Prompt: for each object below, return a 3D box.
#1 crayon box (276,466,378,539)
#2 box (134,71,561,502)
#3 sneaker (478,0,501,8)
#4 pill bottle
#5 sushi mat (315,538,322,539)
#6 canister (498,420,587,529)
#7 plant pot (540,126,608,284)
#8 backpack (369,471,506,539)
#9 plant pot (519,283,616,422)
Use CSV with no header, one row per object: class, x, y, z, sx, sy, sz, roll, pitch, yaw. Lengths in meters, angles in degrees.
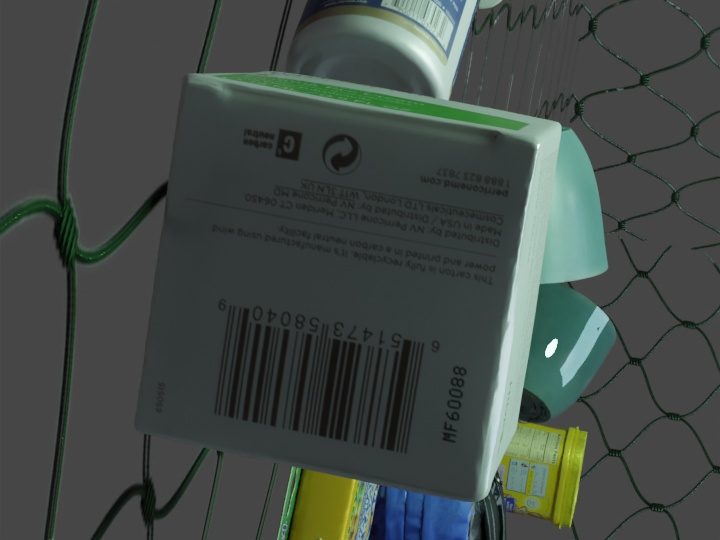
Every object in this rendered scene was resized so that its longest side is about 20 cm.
crayon box,-0.022,0.191,1.490,0.200,0.051,0.127,43,58,-78
box,0.000,0.000,0.977,0.171,0.198,0.201,-30,130,-78
sneaker,0.122,-0.361,1.698,0.077,0.078,0.201,-92,-168,-72
pill bottle,0.026,-0.191,1.183,0.111,0.110,0.201,88,16,-52
sushi mat,-0.053,0.281,1.404,0.096,0.012,0.200,-44,158,-15
canister,0.220,0.285,2.533,0.087,0.199,0.149,-64,162,-57
plant pot,0.179,-0.080,1.968,0.201,0.199,0.162,-39,127,-75
backpack,0.059,0.275,1.699,0.163,0.167,0.201,-32,128,-80
plant pot,0.261,0.129,2.617,0.161,0.200,0.201,-60,163,-24
